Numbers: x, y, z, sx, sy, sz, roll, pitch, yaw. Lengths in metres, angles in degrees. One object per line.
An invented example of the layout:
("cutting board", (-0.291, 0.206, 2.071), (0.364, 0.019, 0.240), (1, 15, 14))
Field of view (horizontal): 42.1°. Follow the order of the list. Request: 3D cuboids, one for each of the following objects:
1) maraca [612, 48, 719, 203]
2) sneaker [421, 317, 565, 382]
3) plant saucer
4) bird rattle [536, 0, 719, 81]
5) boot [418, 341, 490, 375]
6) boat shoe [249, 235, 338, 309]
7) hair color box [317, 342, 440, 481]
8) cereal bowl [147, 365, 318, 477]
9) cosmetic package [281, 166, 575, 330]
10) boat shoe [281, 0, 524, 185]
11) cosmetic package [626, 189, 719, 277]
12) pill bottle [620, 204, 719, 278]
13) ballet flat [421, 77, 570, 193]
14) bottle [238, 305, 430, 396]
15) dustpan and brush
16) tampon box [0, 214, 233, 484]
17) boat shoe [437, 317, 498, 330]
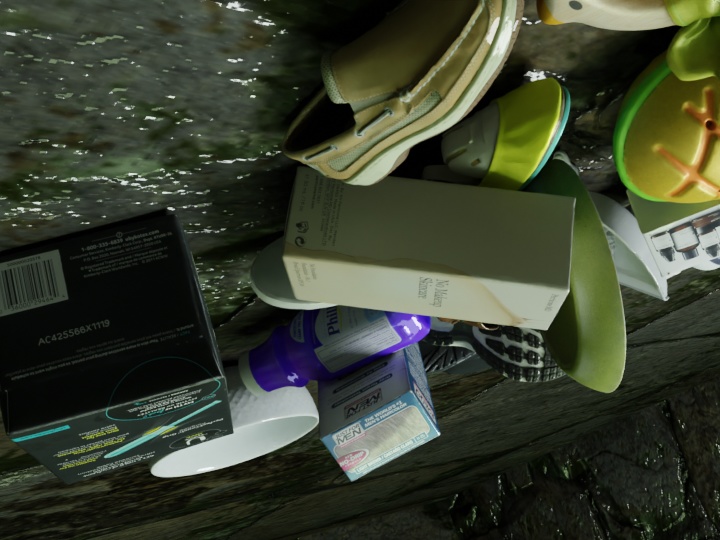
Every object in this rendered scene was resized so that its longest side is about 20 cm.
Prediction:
("maraca", (0.275, -0.123, 0.679), (0.199, 0.107, 0.137), (-28, 135, 5))
("sneaker", (0.146, 0.051, 0.974), (0.088, 0.199, 0.077), (-19, 121, -42))
("plant saucer", (0.170, 0.008, 0.791), (0.031, 0.201, 0.200), (-13, 160, -3))
("bird rattle", (0.167, -0.173, 0.466), (0.162, 0.114, 0.200), (-3, 158, 3))
("boot", (0.113, 0.094, 1.168), (0.197, 0.074, 0.163), (-18, 164, -7))
("boat shoe", (0.000, -0.001, 0.798), (0.199, 0.070, 0.072), (-15, 157, -21))
("hair color box", (0.013, 0.114, 0.946), (0.100, 0.061, 0.200), (-29, -159, 9))
("cereal bowl", (-0.152, 0.165, 1.076), (0.199, 0.084, 0.200), (-17, 160, -6))
("cosmetic package", (0.049, -0.014, 0.689), (0.198, 0.074, 0.104), (7, 161, 6))
("boat shoe", (0.013, -0.108, 0.536), (0.076, 0.072, 0.200), (5, 151, -27))
("cosmetic package", (0.325, -0.064, 0.753), (0.199, 0.051, 0.083), (-23, 146, 19))
("pill bottle", (0.343, -0.070, 0.881), (0.111, 0.112, 0.200), (2, 151, -46))
("ballet flat", (0.084, -0.076, 0.699), (0.067, 0.067, 0.200), (8, 155, -13))
("bottle", (-0.028, 0.065, 0.928), (0.199, 0.084, 0.065), (-26, 126, 19))
("dustpan and brush", (0.207, -0.044, 0.864), (0.057, 0.139, 0.201), (-45, 137, -26))
("tampon box", (-0.186, 0.068, 0.719), (0.149, 0.127, 0.200), (-15, 161, -11))
("boat shoe", (0.107, 0.024, 0.834), (0.072, 0.068, 0.200), (-42, 171, -10))
